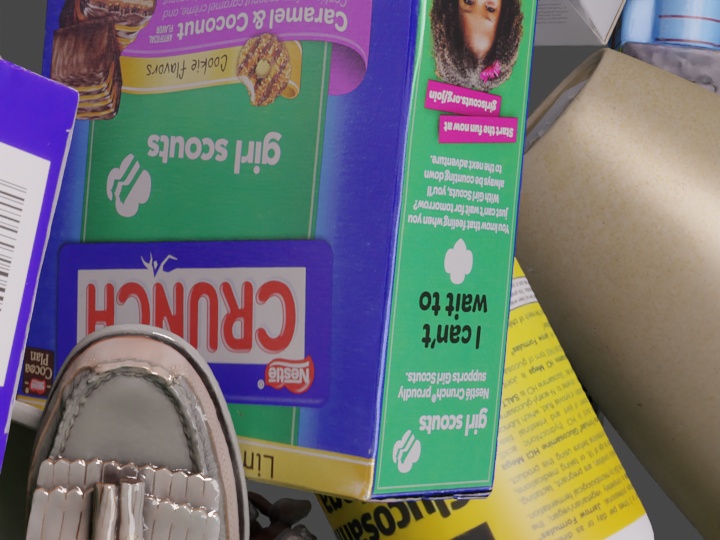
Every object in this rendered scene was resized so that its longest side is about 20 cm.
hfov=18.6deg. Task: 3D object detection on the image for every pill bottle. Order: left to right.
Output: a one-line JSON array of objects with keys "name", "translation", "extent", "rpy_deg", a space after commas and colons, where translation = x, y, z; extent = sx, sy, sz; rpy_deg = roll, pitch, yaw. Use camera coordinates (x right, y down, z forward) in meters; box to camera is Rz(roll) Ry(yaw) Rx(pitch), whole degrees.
[{"name": "pill bottle", "translation": [0.043, 0.084, 0.850], "extent": [0.112, 0.112, 0.201], "rpy_deg": [-19, 79, -50]}]

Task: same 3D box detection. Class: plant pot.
[{"name": "plant pot", "translation": [0.155, -0.002, 1.019], "extent": [0.200, 0.187, 0.188], "rpy_deg": [41, 55, -5]}]

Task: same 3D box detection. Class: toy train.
[{"name": "toy train", "translation": [0.165, -0.130, 1.131], "extent": [0.114, 0.086, 0.201], "rpy_deg": [121, -24, -89]}]

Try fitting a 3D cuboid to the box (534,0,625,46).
[{"name": "box", "translation": [0.002, -0.170, 0.883], "extent": [0.200, 0.155, 0.041], "rpy_deg": [52, 53, -42]}]

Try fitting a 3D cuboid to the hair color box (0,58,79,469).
[{"name": "hair color box", "translation": [-0.179, -0.010, 0.626], "extent": [0.065, 0.199, 0.110], "rpy_deg": [22, 77, -54]}]

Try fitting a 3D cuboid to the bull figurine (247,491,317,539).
[{"name": "bull figurine", "translation": [-0.089, 0.142, 0.853], "extent": [0.065, 0.121, 0.200], "rpy_deg": [44, 47, -11]}]

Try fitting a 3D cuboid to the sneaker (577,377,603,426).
[{"name": "sneaker", "translation": [0.073, 0.060, 1.036], "extent": [0.200, 0.077, 0.092], "rpy_deg": [-61, 159, -54]}]

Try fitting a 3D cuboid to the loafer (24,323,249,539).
[{"name": "loafer", "translation": [-0.075, 0.118, 0.687], "extent": [0.063, 0.071, 0.201], "rpy_deg": [-86, -177, -67]}]

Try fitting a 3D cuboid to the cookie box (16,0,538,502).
[{"name": "cookie box", "translation": [-0.030, -0.033, 0.740], "extent": [0.075, 0.170, 0.201], "rpy_deg": [3, 92, -50]}]

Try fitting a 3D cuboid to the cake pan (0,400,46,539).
[{"name": "cake pan", "translation": [-0.153, 0.122, 0.729], "extent": [0.199, 0.037, 0.201], "rpy_deg": [-6, 114, -13]}]

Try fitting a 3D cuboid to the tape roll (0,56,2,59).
[{"name": "tape roll", "translation": [-0.115, -0.120, 0.809], "extent": [0.200, 0.065, 0.201], "rpy_deg": [-11, 104, -51]}]
